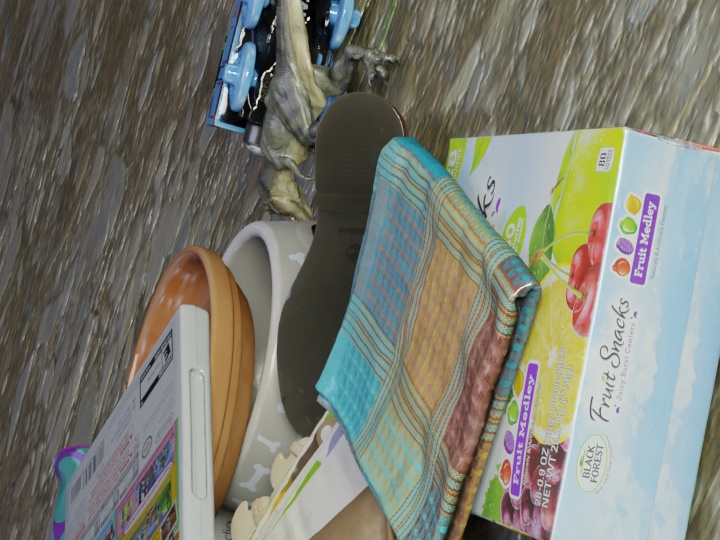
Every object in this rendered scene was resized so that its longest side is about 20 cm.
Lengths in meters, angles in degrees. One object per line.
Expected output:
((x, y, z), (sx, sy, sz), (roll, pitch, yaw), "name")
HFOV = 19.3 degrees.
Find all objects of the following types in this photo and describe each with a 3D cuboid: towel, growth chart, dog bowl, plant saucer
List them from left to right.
((-0.108, 0.086, 1.310), (0.200, 0.037, 0.202), (-167, 90, -72), "plant saucer")
((-0.058, 0.061, 1.327), (0.200, 0.058, 0.202), (-167, 90, -71), "dog bowl")
((-0.020, 0.134, 1.156), (0.200, 0.018, 0.145), (-52, 29, 23), "growth chart")
((0.025, 0.034, 0.962), (0.200, 0.022, 0.148), (-123, 46, -65), "towel")

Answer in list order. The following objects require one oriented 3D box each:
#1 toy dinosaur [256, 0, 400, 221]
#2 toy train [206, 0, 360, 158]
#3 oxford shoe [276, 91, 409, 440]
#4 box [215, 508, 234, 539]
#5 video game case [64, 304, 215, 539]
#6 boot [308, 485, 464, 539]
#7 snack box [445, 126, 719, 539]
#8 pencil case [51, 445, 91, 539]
((-0.026, -0.108, 1.310), (0.088, 0.047, 0.202), (20, 117, 32), "toy dinosaur")
((-0.046, -0.173, 1.400), (0.114, 0.086, 0.202), (-160, 83, -77), "toy train")
((0.000, 0.000, 1.220), (0.071, 0.071, 0.202), (-11, -68, -78), "oxford shoe")
((-0.127, 0.237, 1.454), (0.200, 0.036, 0.146), (147, 132, -66), "box")
((-0.132, 0.150, 1.239), (0.200, 0.022, 0.183), (-54, 30, 42), "video game case")
((-0.028, 0.209, 1.047), (0.200, 0.066, 0.176), (-36, 49, 38), "boot")
((0.085, 0.027, 0.928), (0.200, 0.067, 0.170), (-176, 97, -73), "snack box")
((-0.203, 0.236, 1.591), (0.092, 0.085, 0.202), (-9, 66, 38), "pencil case")
